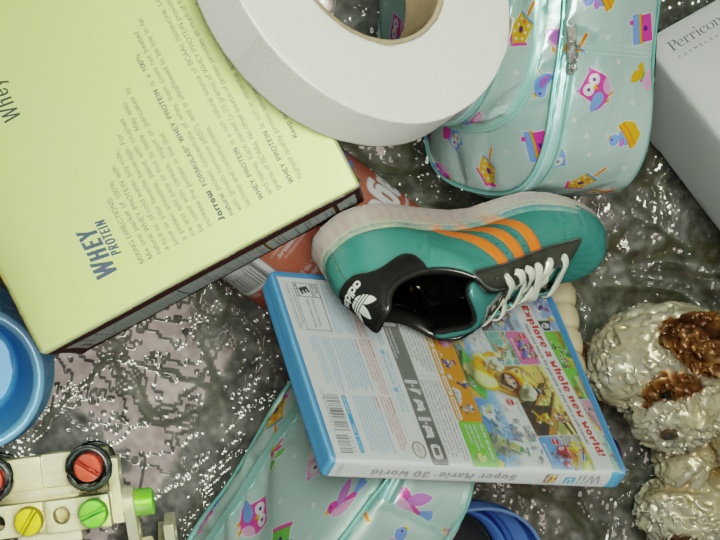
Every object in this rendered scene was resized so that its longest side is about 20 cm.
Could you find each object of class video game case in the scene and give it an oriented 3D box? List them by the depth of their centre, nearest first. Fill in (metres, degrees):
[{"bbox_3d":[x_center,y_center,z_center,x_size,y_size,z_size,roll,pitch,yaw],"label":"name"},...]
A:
[{"bbox_3d":[0.049,0.065,1.314,0.199,0.144,0.018,5,135,-28],"label":"video game case"}]

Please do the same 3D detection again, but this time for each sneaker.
[{"bbox_3d":[0.070,0.005,1.322,0.199,0.080,0.072,-5,139,-29],"label":"sneaker"}]

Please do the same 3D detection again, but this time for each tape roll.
[{"bbox_3d":[-0.004,-0.167,1.232,0.202,0.037,0.204,16,61,-31],"label":"tape roll"}]

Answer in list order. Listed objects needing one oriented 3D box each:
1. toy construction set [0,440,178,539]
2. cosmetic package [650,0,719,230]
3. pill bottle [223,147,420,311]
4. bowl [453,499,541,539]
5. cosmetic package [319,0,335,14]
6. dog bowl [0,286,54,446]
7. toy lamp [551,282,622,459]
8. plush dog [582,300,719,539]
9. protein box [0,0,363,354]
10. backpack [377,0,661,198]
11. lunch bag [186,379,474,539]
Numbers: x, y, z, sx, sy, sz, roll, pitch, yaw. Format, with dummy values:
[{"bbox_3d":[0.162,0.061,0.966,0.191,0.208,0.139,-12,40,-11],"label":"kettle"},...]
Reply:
[{"bbox_3d":[-0.199,0.178,1.401,0.199,0.092,0.132,-7,90,-15],"label":"toy construction set"},{"bbox_3d":[0.317,-0.096,1.428,0.199,0.123,0.200,-30,61,-8],"label":"cosmetic package"},{"bbox_3d":[0.000,0.000,1.417,0.200,0.112,0.112,36,88,-15],"label":"pill bottle"},{"bbox_3d":[0.042,0.239,1.445,0.200,0.039,0.202,-21,123,-37],"label":"bowl"},{"bbox_3d":[-0.068,-0.210,1.393,0.112,0.081,0.201,6,96,-11],"label":"cosmetic package"},{"bbox_3d":[-0.287,0.081,1.391,0.199,0.050,0.112,-21,101,-9],"label":"dog bowl"},{"bbox_3d":[0.130,0.037,1.429,0.058,0.058,0.201,8,53,-14],"label":"toy lamp"},{"bbox_3d":[0.229,0.077,1.466,0.171,0.200,0.161,29,56,-25],"label":"plush dog"},{"bbox_3d":[-0.131,-0.083,1.277,0.199,0.135,0.199,-28,88,0],"label":"protein box"},{"bbox_3d":[0.101,-0.141,1.383,0.153,0.176,0.201,-9,101,-30],"label":"backpack"},{"bbox_3d":[-0.031,0.159,1.356,0.077,0.160,0.200,30,99,-34],"label":"lunch bag"}]
